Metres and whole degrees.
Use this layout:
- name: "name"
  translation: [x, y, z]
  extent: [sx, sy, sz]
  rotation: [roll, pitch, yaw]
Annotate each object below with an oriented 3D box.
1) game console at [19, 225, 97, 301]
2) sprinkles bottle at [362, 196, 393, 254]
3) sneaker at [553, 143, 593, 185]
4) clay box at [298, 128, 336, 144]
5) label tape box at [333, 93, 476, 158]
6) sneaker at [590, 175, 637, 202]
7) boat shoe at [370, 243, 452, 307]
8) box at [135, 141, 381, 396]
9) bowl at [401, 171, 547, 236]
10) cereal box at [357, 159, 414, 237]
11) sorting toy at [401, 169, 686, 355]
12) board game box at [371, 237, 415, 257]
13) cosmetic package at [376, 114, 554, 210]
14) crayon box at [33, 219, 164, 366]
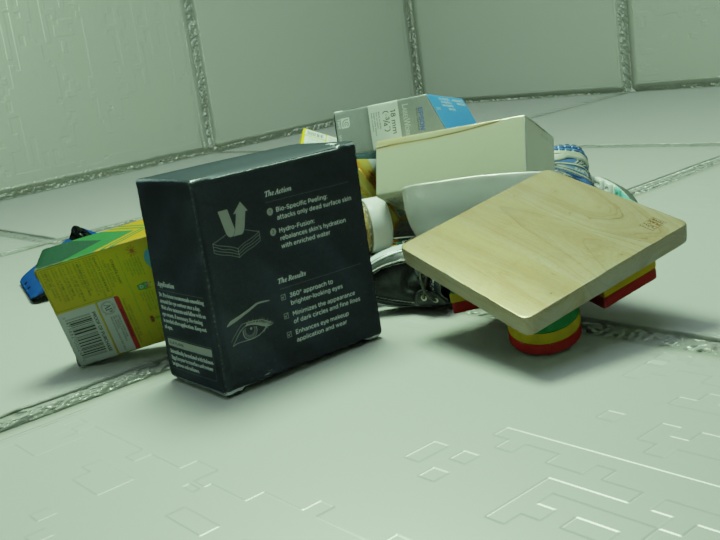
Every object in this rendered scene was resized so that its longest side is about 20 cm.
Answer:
- name: "game console"
  translation: [-0.425, 0.003, 1.545]
  extent: [0.168, 0.121, 0.199]
  rotation: [20, 0, -26]
- name: "sprinkles bottle"
  translation: [-0.060, -0.041, 1.208]
  extent: [0.196, 0.070, 0.068]
  rotation: [-12, 13, -15]
- name: "sneaker"
  translation: [0.213, -0.106, 1.275]
  extent: [0.196, 0.078, 0.086]
  rotation: [-13, 54, -7]
- name: "clay box"
  translation: [-0.043, -0.112, 1.405]
  extent: [0.113, 0.048, 0.202]
  rotation: [15, 44, -9]
- name: "label tape box"
  translation: [0.085, -0.192, 1.289]
  extent: [0.196, 0.065, 0.144]
  rotation: [-7, 3, 26]
- name: "sneaker"
  translation: [0.327, -0.099, 1.361]
  extent: [0.089, 0.079, 0.199]
  rotation: [-9, 14, -23]
- name: "boat shoe"
  translation: [0.091, 0.011, 1.076]
  extent: [0.195, 0.072, 0.066]
  rotation: [0, 12, 3]
- name: "box"
  translation: [-0.097, -0.011, 0.978]
  extent: [0.194, 0.205, 0.116]
  rotation: [-18, 16, -37]
- name: "bowl"
  translation: [0.160, -0.053, 1.167]
  extent: [0.196, 0.076, 0.199]
  rotation: [-5, -10, 21]
- name: "cereal box"
  translation: [0.073, -0.113, 1.408]
  extent: [0.198, 0.040, 0.145]
  rotation: [-8, 51, -46]
- name: "sorting toy"
  translation: [0.175, -0.004, 0.954]
  extent: [0.196, 0.071, 0.199]
  rotation: [-27, 32, -21]
- name: "board game box"
  translation: [0.000, 0.000, 1.236]
  extent: [0.124, 0.035, 0.200]
  rotation: [-4, 14, 22]
- name: "cosmetic package"
  translation: [0.126, -0.124, 1.188]
  extent: [0.196, 0.075, 0.103]
  rotation: [-7, -12, 29]
- name: "crayon box"
  translation: [-0.230, 0.014, 1.058]
  extent: [0.196, 0.129, 0.051]
  rotation: [-16, 29, 2]
